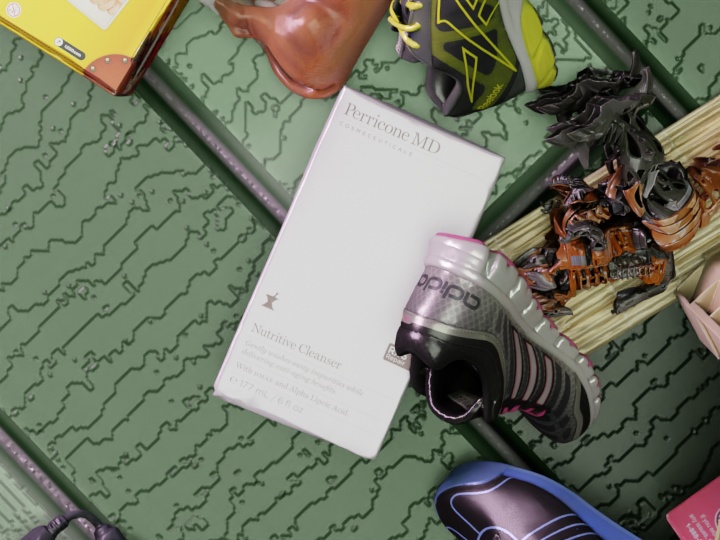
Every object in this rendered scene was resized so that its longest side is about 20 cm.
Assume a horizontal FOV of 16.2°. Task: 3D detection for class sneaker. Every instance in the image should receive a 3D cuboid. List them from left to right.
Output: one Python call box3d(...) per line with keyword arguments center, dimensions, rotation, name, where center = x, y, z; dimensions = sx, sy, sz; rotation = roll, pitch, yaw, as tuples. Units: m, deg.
box3d(center=(0.051, -0.163, 1.481), dimensions=(0.084, 0.075, 0.200), rotation=(-33, 129, -2), name="sneaker")
box3d(center=(0.075, 0.060, 1.493), dimensions=(0.074, 0.200, 0.088), rotation=(23, 73, 36), name="sneaker")
box3d(center=(0.117, 0.183, 1.508), dimensions=(0.199, 0.078, 0.070), rotation=(26, 133, 27), name="sneaker")

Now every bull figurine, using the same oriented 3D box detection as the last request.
box3d(center=(-0.007, -0.205, 1.526), dimensions=(0.121, 0.065, 0.201), rotation=(32, 91, 1), name="bull figurine")

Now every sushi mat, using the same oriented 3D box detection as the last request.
box3d(center=(0.178, -0.026, 1.563), dimensions=(0.199, 0.012, 0.096), rotation=(-31, 92, 1), name="sushi mat")

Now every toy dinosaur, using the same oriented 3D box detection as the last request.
box3d(center=(0.164, -0.053, 1.525), dimensions=(0.200, 0.102, 0.136), rotation=(-37, 108, -16), name="toy dinosaur")

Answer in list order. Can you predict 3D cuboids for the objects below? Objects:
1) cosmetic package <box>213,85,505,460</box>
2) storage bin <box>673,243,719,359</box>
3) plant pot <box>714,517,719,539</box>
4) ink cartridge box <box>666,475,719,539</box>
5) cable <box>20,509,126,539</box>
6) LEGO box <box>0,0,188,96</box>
box3d(center=(0.000, 0.000, 1.531), dimensions=(0.112, 0.081, 0.201), rotation=(22, 94, 0), name="cosmetic package")
box3d(center=(0.302, 0.013, 1.467), dimensions=(0.198, 0.200, 0.094), rotation=(-30, 102, 2), name="storage bin")
box3d(center=(0.318, 0.183, 1.358), dimensions=(0.199, 0.187, 0.189), rotation=(-2, 94, -18), name="plant pot")
box3d(center=(0.307, 0.152, 1.508), dimensions=(0.200, 0.083, 0.147), rotation=(-37, 50, 3), name="ink cartridge box")
box3d(center=(-0.190, 0.258, 1.569), dimensions=(0.163, 0.051, 0.200), rotation=(45, 90, -8), name="cable")
box3d(center=(-0.188, -0.219, 1.516), dimensions=(0.199, 0.077, 0.149), rotation=(32, 93, -2), name="LEGO box")
